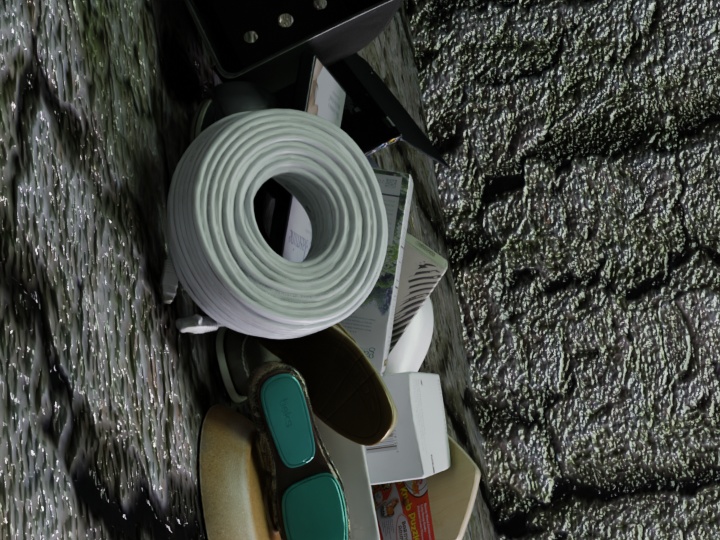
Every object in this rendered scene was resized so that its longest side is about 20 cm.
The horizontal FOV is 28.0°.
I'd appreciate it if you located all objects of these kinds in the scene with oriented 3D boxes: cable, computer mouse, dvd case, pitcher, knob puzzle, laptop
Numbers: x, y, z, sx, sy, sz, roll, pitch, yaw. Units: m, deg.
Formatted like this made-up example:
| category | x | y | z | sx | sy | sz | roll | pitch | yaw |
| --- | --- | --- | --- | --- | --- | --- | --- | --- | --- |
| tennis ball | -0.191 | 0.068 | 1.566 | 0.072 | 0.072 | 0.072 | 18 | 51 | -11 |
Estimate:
| category | x | y | z | sx | sy | sz | roll | pitch | yaw |
| --- | --- | --- | --- | --- | --- | --- | --- | --- | --- |
| cable | -0.070 | -0.042 | 1.233 | 0.069 | 0.198 | 0.202 | -20 | -112 | 57 |
| computer mouse | -0.086 | -0.127 | 1.381 | 0.200 | 0.052 | 0.140 | 49 | 18 | -71 |
| dvd case | -0.050 | -0.090 | 1.363 | 0.143 | 0.017 | 0.202 | 33 | 66 | -77 |
| pitcher | 0.035 | 0.115 | 1.994 | 0.172 | 0.120 | 0.202 | 102 | -6 | -59 |
| knob puzzle | 0.064 | 0.268 | 1.670 | 0.030 | 0.219 | 0.222 | 22 | 51 | -44 |
| laptop | -0.028 | -0.167 | 1.580 | 0.188 | 0.199 | 0.116 | 54 | -19 | 27 |

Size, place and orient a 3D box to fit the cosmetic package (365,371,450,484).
| category | x | y | z | sx | sy | sz | roll | pitch | yaw |
| --- | --- | --- | --- | --- | --- | --- | --- | --- | --- |
| cosmetic package | 0.040 | 0.168 | 1.548 | 0.200 | 0.080 | 0.114 | 11 | 71 | -77 |

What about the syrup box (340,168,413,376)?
| category | x | y | z | sx | sy | sz | roll | pitch | yaw |
| --- | --- | --- | --- | --- | --- | --- | --- | --- | --- |
| syrup box | 0.000 | 0.000 | 1.441 | 0.081 | 0.078 | 0.202 | 20 | 78 | -86 |

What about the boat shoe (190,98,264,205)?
| category | x | y | z | sx | sy | sz | roll | pitch | yaw |
| --- | --- | --- | --- | --- | --- | --- | --- | --- | --- |
| boat shoe | -0.125 | -0.082 | 1.391 | 0.075 | 0.062 | 0.202 | 60 | 18 | -56 |

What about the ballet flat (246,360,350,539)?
| category | x | y | z | sx | sy | sz | roll | pitch | yaw |
| --- | --- | --- | --- | --- | --- | --- | --- | --- | --- |
| ballet flat | -0.057 | 0.174 | 1.272 | 0.075 | 0.067 | 0.202 | -173 | -113 | -73 |

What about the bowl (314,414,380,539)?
| category | x | y | z | sx | sy | sz | roll | pitch | yaw |
| --- | --- | --- | --- | --- | --- | --- | --- | --- | --- |
| bowl | -0.037 | 0.206 | 1.392 | 0.200 | 0.074 | 0.202 | 124 | -44 | -76 |

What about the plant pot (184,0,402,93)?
| category | x | y | z | sx | sy | sz | roll | pitch | yaw |
| --- | --- | --- | --- | --- | --- | --- | --- | --- | --- |
| plant pot | -0.081 | -0.288 | 1.456 | 0.201 | 0.199 | 0.178 | 63 | -4 | 12 |

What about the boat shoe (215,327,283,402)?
| category | x | y | z | sx | sy | sz | roll | pitch | yaw |
| --- | --- | --- | --- | --- | --- | --- | --- | --- | --- |
| boat shoe | -0.091 | 0.079 | 1.385 | 0.202 | 0.060 | 0.073 | -31 | 108 | -80 |

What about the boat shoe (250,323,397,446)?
| category | x | y | z | sx | sy | sz | roll | pitch | yaw |
| --- | --- | --- | --- | --- | --- | --- | --- | --- | --- |
| boat shoe | -0.030 | 0.078 | 1.298 | 0.200 | 0.074 | 0.066 | 47 | 15 | 25 |

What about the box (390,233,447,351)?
| category | x | y | z | sx | sy | sz | roll | pitch | yaw |
| --- | --- | --- | --- | --- | --- | --- | --- | --- | --- |
| box | 0.020 | 0.057 | 1.679 | 0.068 | 0.201 | 0.082 | 33 | 10 | 0 |

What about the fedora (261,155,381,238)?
| category | x | y | z | sx | sy | sz | roll | pitch | yaw |
| --- | --- | --- | --- | --- | --- | --- | --- | --- | --- |
| fedora | -0.050 | -0.063 | 1.630 | 0.090 | 0.176 | 0.201 | -50 | 172 | -36 |

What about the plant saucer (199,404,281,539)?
| category | x | y | z | sx | sy | sz | roll | pitch | yaw |
| --- | --- | --- | --- | --- | --- | --- | --- | --- | --- |
| plant saucer | -0.093 | 0.215 | 1.274 | 0.200 | 0.035 | 0.202 | -12 | 90 | -81 |
